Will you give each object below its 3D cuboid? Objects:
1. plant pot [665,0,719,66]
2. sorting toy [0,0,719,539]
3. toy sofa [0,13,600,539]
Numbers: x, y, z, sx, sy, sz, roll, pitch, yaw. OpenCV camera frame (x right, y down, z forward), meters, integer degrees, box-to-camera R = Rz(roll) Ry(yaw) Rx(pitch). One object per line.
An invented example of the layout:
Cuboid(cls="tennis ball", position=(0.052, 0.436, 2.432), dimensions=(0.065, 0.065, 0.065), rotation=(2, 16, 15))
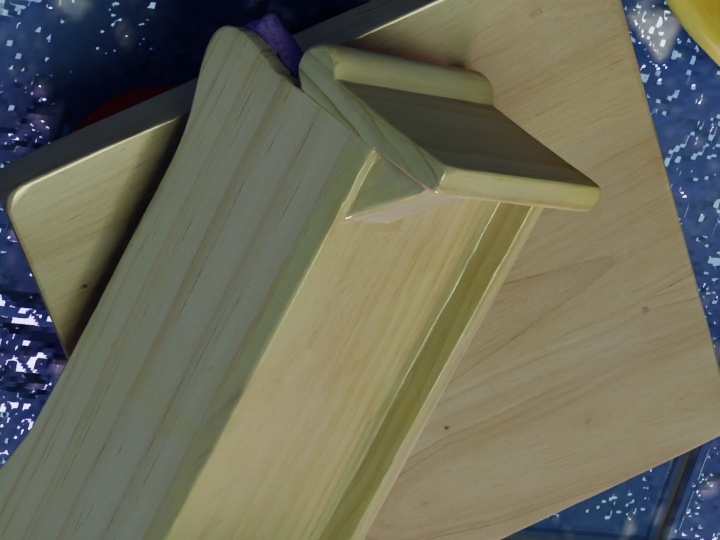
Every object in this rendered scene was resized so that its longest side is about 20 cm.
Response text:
Cuboid(cls="plant pot", position=(0.224, -0.117, 0.931), dimensions=(0.200, 0.200, 0.189), rotation=(36, 84, -33))
Cuboid(cls="sorting toy", position=(0.000, 0.000, 0.968), dimensions=(0.199, 0.070, 0.200), rotation=(-24, 124, -7))
Cuboid(cls="toy sofa", position=(-0.024, 0.028, 0.894), dimensions=(0.083, 0.097, 0.201), rotation=(6, 118, -51))
